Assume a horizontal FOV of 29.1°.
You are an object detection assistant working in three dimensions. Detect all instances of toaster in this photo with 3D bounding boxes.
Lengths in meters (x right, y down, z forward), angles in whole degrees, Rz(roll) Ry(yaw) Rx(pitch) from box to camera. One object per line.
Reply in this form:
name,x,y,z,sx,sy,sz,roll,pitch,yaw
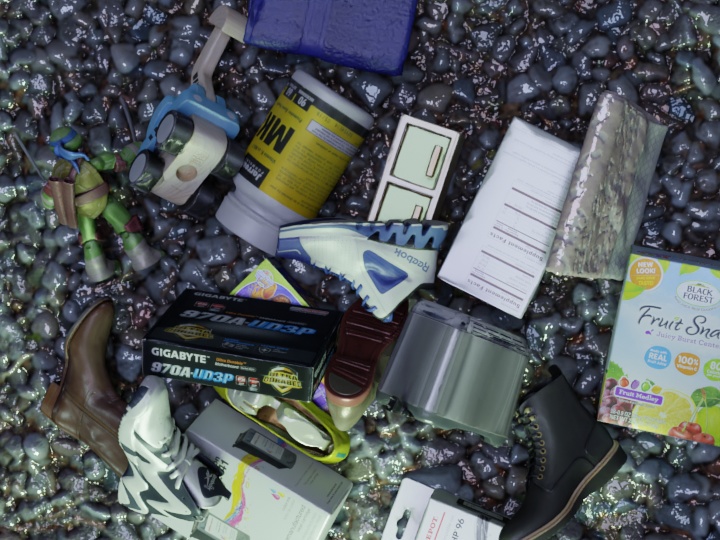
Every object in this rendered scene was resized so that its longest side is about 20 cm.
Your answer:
toaster,0.105,0.115,1.583,0.113,0.199,0.130,18,87,45

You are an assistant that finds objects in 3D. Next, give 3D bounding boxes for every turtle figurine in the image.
turtle figurine,-0.315,-0.099,1.701,0.143,0.200,0.195,-24,109,-14

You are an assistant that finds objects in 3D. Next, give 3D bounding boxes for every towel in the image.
towel,0.278,-0.087,1.545,0.032,0.190,0.202,19,96,30
towel,-0.031,-0.320,1.646,0.198,0.050,0.149,13,92,0

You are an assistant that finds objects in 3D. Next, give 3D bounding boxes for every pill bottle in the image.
pill bottle,-0.080,-0.124,1.639,0.114,0.114,0.201,33,96,7

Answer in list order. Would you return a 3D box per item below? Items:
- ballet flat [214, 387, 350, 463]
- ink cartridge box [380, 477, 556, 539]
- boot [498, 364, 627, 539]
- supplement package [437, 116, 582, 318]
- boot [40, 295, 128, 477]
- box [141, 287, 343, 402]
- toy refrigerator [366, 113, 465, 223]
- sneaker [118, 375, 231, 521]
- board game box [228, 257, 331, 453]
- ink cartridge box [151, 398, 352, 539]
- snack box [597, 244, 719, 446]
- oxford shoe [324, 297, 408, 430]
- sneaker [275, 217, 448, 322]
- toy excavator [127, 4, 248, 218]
ballet flat,-0.098,0.160,1.627,0.199,0.067,0.067,34,97,7
ink cartridge box,0.120,0.337,1.640,0.198,0.068,0.117,21,94,9
boot,0.197,0.218,1.582,0.200,0.077,0.139,-39,96,-32
supplement package,0.182,-0.060,1.597,0.109,0.114,0.201,26,95,7
boot,-0.281,0.156,1.685,0.199,0.064,0.188,34,111,23
box,-0.131,0.082,1.583,0.198,0.159,0.046,9,112,10
toy refrigerator,0.055,-0.077,1.640,0.075,0.070,0.202,19,94,9
sneaker,-0.201,0.211,1.557,0.128,0.080,0.201,19,124,9
board game box,-0.091,0.103,1.681,0.134,0.045,0.200,-43,84,8
ink cartridge box,-0.131,0.273,1.653,0.199,0.086,0.148,29,117,6
snack box,0.370,0.087,1.581,0.167,0.068,0.202,10,101,9
oxford shoe,0.003,0.100,1.618,0.070,0.201,0.075,18,134,14
sneaker,0.001,0.000,1.573,0.197,0.081,0.116,1,96,-1
toy excavator,-0.196,-0.196,1.652,0.099,0.201,0.195,24,123,-31
